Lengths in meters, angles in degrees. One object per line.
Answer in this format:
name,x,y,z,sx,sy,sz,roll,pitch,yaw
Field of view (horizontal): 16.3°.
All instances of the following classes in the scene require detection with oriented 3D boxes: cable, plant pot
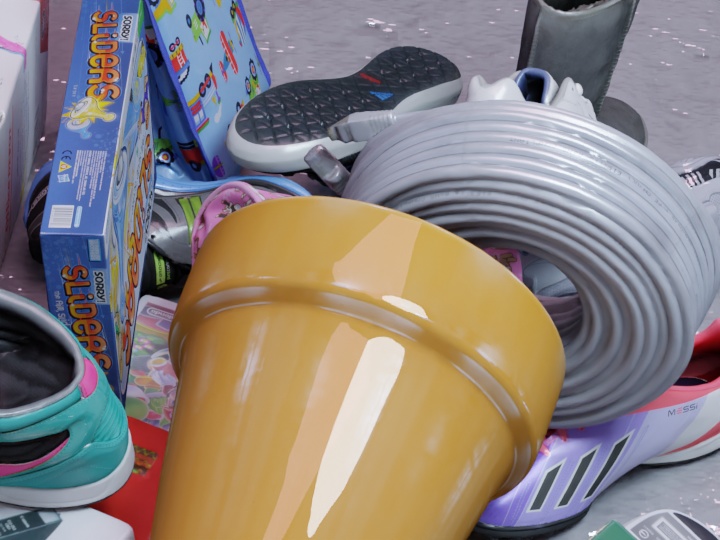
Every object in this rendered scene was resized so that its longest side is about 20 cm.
cable,0.083,-0.002,1.292,0.199,0.200,0.069,-11,39,32
plant pot,-0.018,0.096,1.241,0.199,0.201,0.184,15,56,11

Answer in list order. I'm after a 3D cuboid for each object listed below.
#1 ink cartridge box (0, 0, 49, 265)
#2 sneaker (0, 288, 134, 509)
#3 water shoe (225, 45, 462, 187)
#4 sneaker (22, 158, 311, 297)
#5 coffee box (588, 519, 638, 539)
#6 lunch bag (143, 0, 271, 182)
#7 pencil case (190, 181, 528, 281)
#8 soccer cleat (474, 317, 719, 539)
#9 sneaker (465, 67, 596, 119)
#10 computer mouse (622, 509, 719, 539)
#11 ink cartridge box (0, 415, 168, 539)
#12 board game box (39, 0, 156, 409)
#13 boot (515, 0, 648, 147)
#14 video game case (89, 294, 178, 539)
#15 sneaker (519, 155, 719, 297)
ink cartridge box,-0.234,-0.084,1.498,0.067,0.117,0.200,7,37,-1
sneaker,-0.213,0.065,1.222,0.199,0.121,0.084,-4,49,-3
water shoe,-0.006,-0.076,1.542,0.071,0.079,0.200,31,35,30
sneaker,-0.102,-0.015,1.479,0.199,0.071,0.083,8,50,5
coffee box,0.152,0.222,1.180,0.200,0.044,0.123,42,47,13
lunch bag,-0.122,-0.156,1.530,0.094,0.201,0.151,1,36,10
pencil case,0.000,0.000,1.405,0.199,0.086,0.083,8,61,-35
soccer cleat,0.131,0.083,1.371,0.199,0.073,0.068,-20,46,-30
sneaker,0.112,-0.069,1.406,0.074,0.088,0.200,5,5,25
computer mouse,0.119,0.190,1.256,0.110,0.044,0.200,43,47,18
ink cartridge box,-0.202,0.110,1.291,0.199,0.044,0.174,20,53,17
board game box,-0.139,-0.036,1.350,0.034,0.136,0.201,1,43,1
boot,0.138,-0.123,1.532,0.072,0.201,0.182,22,41,20
video game case,-0.097,0.095,1.371,0.143,0.018,0.200,18,40,13
sneaker,0.178,-0.001,1.489,0.199,0.075,0.115,-9,41,-10
